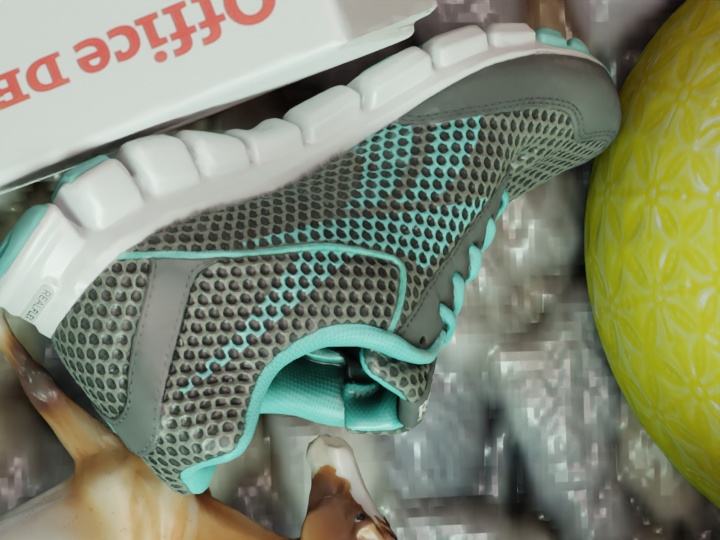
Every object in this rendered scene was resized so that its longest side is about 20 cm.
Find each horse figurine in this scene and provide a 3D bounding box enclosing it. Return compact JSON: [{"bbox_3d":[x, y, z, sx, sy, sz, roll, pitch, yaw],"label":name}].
[{"bbox_3d":[-0.100,0.070,0.775,0.199,0.050,0.133,-25,75,-14],"label":"horse figurine"}]

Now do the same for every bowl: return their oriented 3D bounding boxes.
[{"bbox_3d":[0.160,-0.010,0.800,0.199,0.108,0.202,0,88,6],"label":"bowl"}]

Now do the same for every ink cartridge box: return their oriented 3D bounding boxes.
[{"bbox_3d":[-0.087,-0.129,0.752,0.145,0.084,0.201,-20,93,19],"label":"ink cartridge box"}]

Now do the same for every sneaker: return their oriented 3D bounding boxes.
[{"bbox_3d":[0.000,0.000,0.780,0.199,0.078,0.091,-24,74,-32],"label":"sneaker"}]
